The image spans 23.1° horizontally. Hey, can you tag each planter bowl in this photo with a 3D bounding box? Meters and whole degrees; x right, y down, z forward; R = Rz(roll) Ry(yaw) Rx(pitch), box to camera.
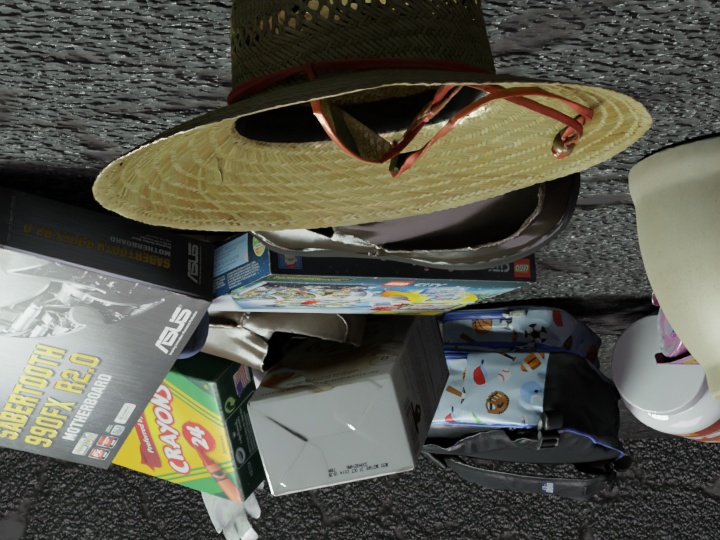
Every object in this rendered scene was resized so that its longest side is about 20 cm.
[{"bbox_3d":[0.254,0.006,0.995,0.199,0.135,0.200,0,170,0],"label":"planter bowl"}]

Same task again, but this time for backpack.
[{"bbox_3d":[0.124,0.111,1.554,0.190,0.155,0.200,-8,157,23],"label":"backpack"}]

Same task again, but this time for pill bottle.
[{"bbox_3d":[0.293,0.093,1.573,0.112,0.113,0.200,-5,169,25],"label":"pill bottle"}]

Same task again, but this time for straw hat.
[{"bbox_3d":[0.000,-0.077,0.635,0.200,0.085,0.201,-7,170,-1],"label":"straw hat"}]

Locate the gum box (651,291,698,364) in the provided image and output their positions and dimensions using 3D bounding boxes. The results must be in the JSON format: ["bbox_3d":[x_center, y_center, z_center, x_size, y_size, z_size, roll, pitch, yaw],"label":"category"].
[{"bbox_3d":[0.312,0.032,1.352,0.113,0.066,0.200,1,170,-14],"label":"gum box"}]

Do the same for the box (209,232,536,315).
[{"bbox_3d":[0.000,0.000,1.198,0.199,0.038,0.136,2,168,-28],"label":"box"}]

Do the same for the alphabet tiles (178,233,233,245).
[{"bbox_3d":[-0.147,-0.006,1.270,0.166,0.008,0.200,2,170,-17],"label":"alphabet tiles"}]

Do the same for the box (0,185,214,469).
[{"bbox_3d":[-0.197,0.039,1.079,0.158,0.048,0.200,15,138,-21],"label":"box"}]

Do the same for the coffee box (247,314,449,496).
[{"bbox_3d":[-0.004,0.090,1.358,0.114,0.080,0.200,-12,-166,13],"label":"coffee box"}]

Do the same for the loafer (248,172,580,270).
[{"bbox_3d":[0.014,-0.037,0.899,0.199,0.073,0.071,-6,171,29],"label":"loafer"}]

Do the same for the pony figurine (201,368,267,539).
[{"bbox_3d":[-0.089,0.117,1.528,0.199,0.193,0.167,-3,129,-38],"label":"pony figurine"}]

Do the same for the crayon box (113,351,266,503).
[{"bbox_3d":[-0.173,0.103,1.416,0.199,0.127,0.051,13,-139,30],"label":"crayon box"}]

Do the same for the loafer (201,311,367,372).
[{"bbox_3d":[-0.086,0.041,1.307,0.199,0.071,0.073,-9,172,17],"label":"loafer"}]

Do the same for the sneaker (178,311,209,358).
[{"bbox_3d":[-0.198,0.019,1.160,0.199,0.074,0.082,15,148,-18],"label":"sneaker"}]
